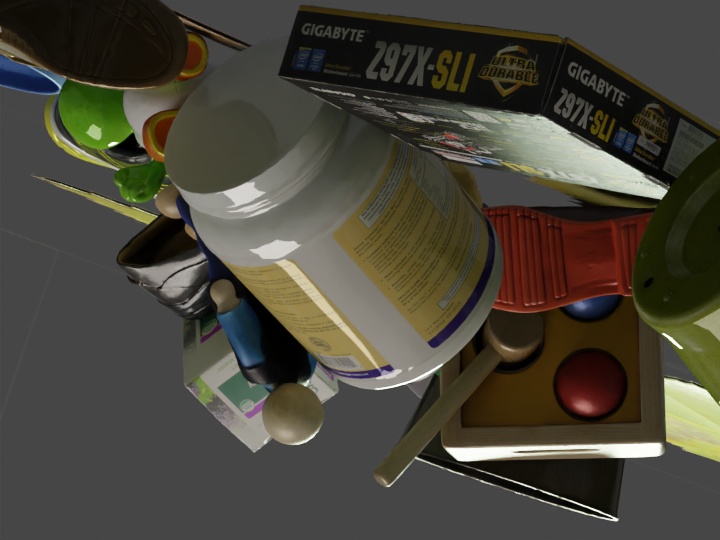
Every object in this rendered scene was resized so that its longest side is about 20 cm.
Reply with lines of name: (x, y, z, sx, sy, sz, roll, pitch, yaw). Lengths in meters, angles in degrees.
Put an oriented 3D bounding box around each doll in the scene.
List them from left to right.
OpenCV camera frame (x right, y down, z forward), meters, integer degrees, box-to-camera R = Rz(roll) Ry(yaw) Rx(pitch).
doll: (-0.069, 0.030, 1.649, 0.136, 0.048, 0.200, 40, -161, -53)

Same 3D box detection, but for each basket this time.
basket: (0.140, 0.069, 1.932, 0.180, 0.200, 0.136, 17, 173, 7)

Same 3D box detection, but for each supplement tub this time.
supplement tub: (-0.016, -0.036, 1.569, 0.145, 0.146, 0.200, 12, 152, 46)

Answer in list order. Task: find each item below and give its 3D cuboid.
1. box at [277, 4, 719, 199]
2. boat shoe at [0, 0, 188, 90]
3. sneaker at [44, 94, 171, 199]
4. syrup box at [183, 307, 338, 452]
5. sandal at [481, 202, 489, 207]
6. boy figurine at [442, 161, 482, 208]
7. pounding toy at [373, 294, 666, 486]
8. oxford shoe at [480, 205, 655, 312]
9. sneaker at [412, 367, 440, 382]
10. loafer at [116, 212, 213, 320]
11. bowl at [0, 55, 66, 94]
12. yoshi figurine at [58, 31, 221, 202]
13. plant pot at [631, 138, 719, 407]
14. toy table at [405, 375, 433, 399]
box: (0.077, -0.093, 1.407, 0.200, 0.049, 0.160, 12, 174, 43)
boat shoe: (-0.194, -0.161, 1.556, 0.200, 0.074, 0.066, 19, -173, 10)
sneaker: (-0.152, -0.091, 1.974, 0.200, 0.075, 0.085, 20, 173, -13)
syrup box: (-0.076, 0.035, 1.831, 0.081, 0.079, 0.200, 46, -163, -24)
sandal: (0.016, -0.043, 1.941, 0.200, 0.076, 0.043, 13, 145, 39)
boy figurine: (0.032, -0.060, 1.763, 0.124, 0.065, 0.200, 23, 176, -9)
pounding toy: (0.115, 0.065, 1.790, 0.199, 0.185, 0.142, -2, 170, 7)
oxford shoe: (0.138, -0.011, 1.699, 0.199, 0.071, 0.073, 2, -170, 12)
sneaker: (0.000, 0.000, 1.754, 0.081, 0.076, 0.200, 45, 174, -36)
loafer: (-0.086, -0.044, 1.749, 0.072, 0.200, 0.073, 26, -152, -39)
bowl: (-0.303, -0.180, 1.804, 0.200, 0.039, 0.201, 19, 174, 2)
yoshi figurine: (-0.155, -0.112, 1.711, 0.112, 0.113, 0.200, 36, 173, -10)
plant pot: (0.256, 0.021, 1.344, 0.193, 0.201, 0.200, 35, 168, -23)
toy table: (0.040, 0.028, 2.050, 0.117, 0.184, 0.200, 22, -165, -42)
